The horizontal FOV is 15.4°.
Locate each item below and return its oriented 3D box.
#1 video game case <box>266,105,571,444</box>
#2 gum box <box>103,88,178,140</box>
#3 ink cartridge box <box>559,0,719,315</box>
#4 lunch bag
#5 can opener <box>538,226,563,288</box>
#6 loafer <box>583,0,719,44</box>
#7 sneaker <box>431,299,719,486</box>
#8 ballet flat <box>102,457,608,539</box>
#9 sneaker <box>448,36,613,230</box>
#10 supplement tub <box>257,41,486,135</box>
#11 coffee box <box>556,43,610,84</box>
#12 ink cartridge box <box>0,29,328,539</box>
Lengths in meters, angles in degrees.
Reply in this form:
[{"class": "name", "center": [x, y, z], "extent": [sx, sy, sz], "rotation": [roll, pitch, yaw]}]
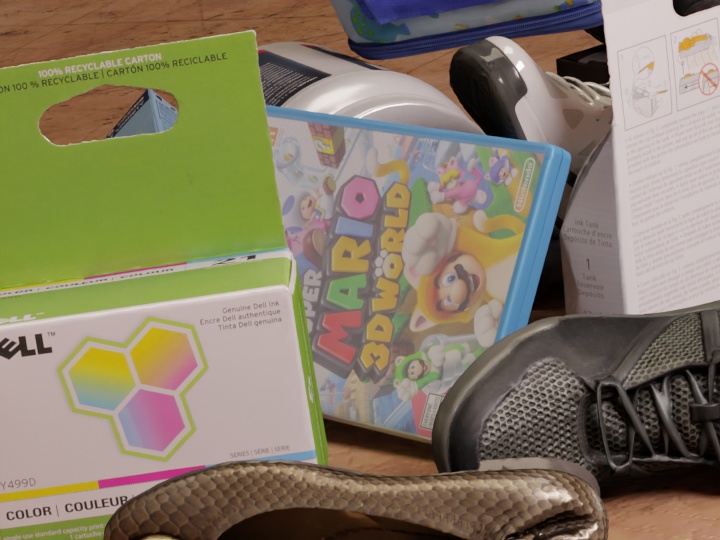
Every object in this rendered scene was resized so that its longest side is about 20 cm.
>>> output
[{"class": "video game case", "center": [0.000, 0.000, 1.253], "extent": [0.200, 0.143, 0.018], "rotation": [11, -7, 42]}, {"class": "gum box", "center": [-0.140, 0.002, 1.326], "extent": [0.170, 0.045, 0.200], "rotation": [-49, 13, 7]}, {"class": "ink cartridge box", "center": [0.157, -0.058, 1.266], "extent": [0.162, 0.200, 0.050], "rotation": [-21, 19, -40]}, {"class": "lunch bag", "center": [0.081, -0.183, 1.400], "extent": [0.200, 0.083, 0.161], "rotation": [-7, 33, 37]}, {"class": "can opener", "center": [0.062, -0.024, 1.478], "extent": [0.067, 0.053, 0.200], "rotation": [-17, 16, -31]}, {"class": "loafer", "center": [0.172, -0.155, 1.432], "extent": [0.073, 0.072, 0.200], "rotation": [-15, 19, -22]}, {"class": "sneaker", "center": [0.132, 0.055, 1.102], "extent": [0.199, 0.076, 0.114], "rotation": [-9, 8, -24]}, {"class": "ballet flat", "center": [-0.003, 0.108, 1.033], "extent": [0.200, 0.067, 0.046], "rotation": [-4, 46, 6]}, {"class": "sneaker", "center": [0.121, -0.084, 1.299], "extent": [0.115, 0.201, 0.076], "rotation": [-39, 59, 3]}, {"class": "supplement tub", "center": [-0.012, -0.043, 1.420], "extent": [0.140, 0.141, 0.200], "rotation": [-13, 16, -17]}, {"class": "coffee box", "center": [0.211, -0.087, 1.510], "extent": [0.200, 0.115, 0.080], "rotation": [-19, 21, -37]}, {"class": "ink cartridge box", "center": [-0.101, 0.009, 1.160], "extent": [0.148, 0.200, 0.076], "rotation": [-8, 15, 2]}]
